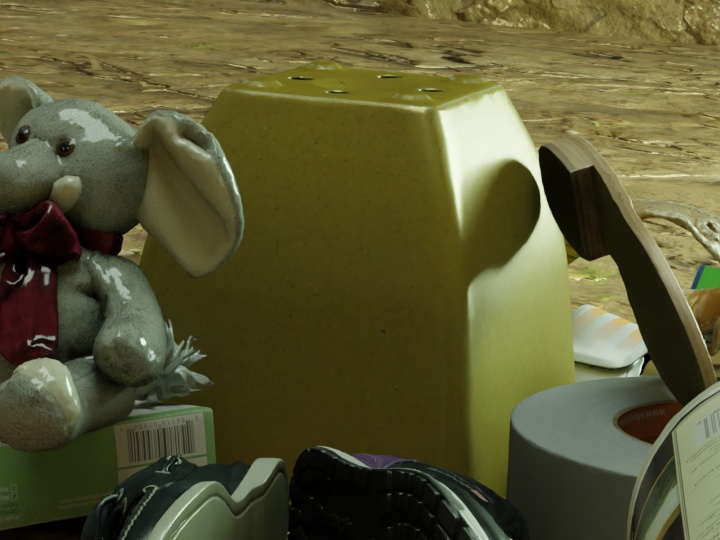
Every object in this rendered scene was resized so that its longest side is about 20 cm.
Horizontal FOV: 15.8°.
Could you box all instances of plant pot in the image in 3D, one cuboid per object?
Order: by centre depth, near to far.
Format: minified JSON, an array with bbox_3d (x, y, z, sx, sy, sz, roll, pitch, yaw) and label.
[{"bbox_3d":[0.000,0.000,1.331,0.193,0.201,0.195,7,12,21],"label":"plant pot"}]

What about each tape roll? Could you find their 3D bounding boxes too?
[{"bbox_3d":[0.166,0.103,1.199,0.199,0.067,0.200,3,11,-1],"label":"tape roll"}]

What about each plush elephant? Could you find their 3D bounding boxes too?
[{"bbox_3d":[-0.143,-0.010,1.180,0.164,0.156,0.200,2,7,39],"label":"plush elephant"}]

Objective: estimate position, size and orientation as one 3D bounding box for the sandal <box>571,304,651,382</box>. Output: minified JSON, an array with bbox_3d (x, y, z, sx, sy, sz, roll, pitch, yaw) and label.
[{"bbox_3d":[0.110,0.049,1.463,0.206,0.060,0.079,8,13,23],"label":"sandal"}]

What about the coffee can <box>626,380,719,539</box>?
[{"bbox_3d":[0.167,0.122,0.906,0.145,0.147,0.200,3,11,5],"label":"coffee can"}]

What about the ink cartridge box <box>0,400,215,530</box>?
[{"bbox_3d":[-0.184,0.087,1.253,0.145,0.048,0.200,-7,5,-40],"label":"ink cartridge box"}]

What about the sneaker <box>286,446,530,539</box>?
[{"bbox_3d":[0.044,0.116,1.104,0.087,0.076,0.200,4,10,-24],"label":"sneaker"}]

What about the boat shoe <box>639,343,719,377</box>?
[{"bbox_3d":[0.230,0.040,1.405,0.199,0.063,0.073,-7,18,-38],"label":"boat shoe"}]

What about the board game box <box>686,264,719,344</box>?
[{"bbox_3d":[0.269,0.059,1.304,0.200,0.035,0.135,28,-8,-41],"label":"board game box"}]

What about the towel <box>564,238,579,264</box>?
[{"bbox_3d":[0.051,0.000,1.481,0.086,0.018,0.200,18,-31,-26],"label":"towel"}]

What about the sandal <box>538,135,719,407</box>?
[{"bbox_3d":[0.155,-0.012,1.256,0.069,0.078,0.212,-18,35,-9],"label":"sandal"}]

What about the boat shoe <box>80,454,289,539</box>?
[{"bbox_3d":[-0.081,0.113,1.078,0.066,0.075,0.199,3,11,12],"label":"boat shoe"}]
